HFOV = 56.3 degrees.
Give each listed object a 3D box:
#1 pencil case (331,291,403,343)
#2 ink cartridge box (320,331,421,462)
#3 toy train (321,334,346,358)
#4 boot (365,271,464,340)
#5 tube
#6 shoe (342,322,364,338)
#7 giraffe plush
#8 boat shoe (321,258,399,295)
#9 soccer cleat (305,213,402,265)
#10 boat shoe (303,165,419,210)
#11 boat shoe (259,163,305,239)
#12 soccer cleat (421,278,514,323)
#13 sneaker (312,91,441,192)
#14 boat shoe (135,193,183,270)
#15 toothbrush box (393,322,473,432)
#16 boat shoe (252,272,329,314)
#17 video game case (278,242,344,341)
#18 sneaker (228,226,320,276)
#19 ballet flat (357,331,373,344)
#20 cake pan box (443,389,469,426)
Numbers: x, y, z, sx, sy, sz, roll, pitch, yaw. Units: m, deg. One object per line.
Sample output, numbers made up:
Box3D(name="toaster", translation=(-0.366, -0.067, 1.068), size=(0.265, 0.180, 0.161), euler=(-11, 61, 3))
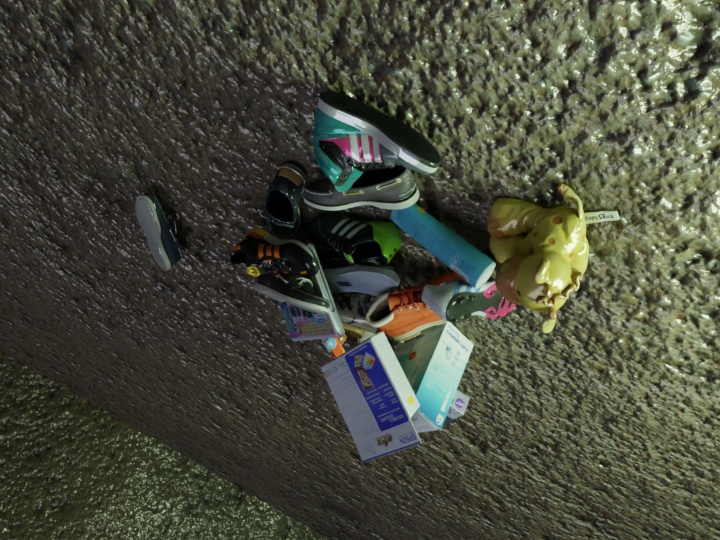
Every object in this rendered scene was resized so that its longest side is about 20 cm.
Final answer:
Box3D(name="pencil case", translation=(0.008, 0.070, 1.327), size=(0.198, 0.091, 0.078), euler=(18, 174, 17))
Box3D(name="ink cartridge box", translation=(0.024, 0.236, 1.242), size=(0.197, 0.047, 0.202), euler=(-36, 79, 50))
Box3D(name="toy train", translation=(-0.033, 0.175, 1.425), size=(0.151, 0.055, 0.200), euler=(57, 174, 3))
Box3D(name="boot", translation=(0.102, 0.056, 1.176), size=(0.199, 0.076, 0.107), euler=(-35, 142, 27))
Box3D(name="tube", translation=(0.124, -0.050, 1.083), size=(0.199, 0.050, 0.078), euler=(40, 146, 21))
Box3D(name="shoe", translation=(-0.072, 0.091, 1.411), size=(0.198, 0.054, 0.070), euler=(16, 164, 31))
Box3D(name="giraffe plush", translation=(0.259, -0.005, 0.963), size=(0.172, 0.163, 0.199), euler=(43, 144, -21))
Box3D(name="boat shoe", translation=(0.001, 0.002, 1.248), size=(0.198, 0.069, 0.074), euler=(-6, 137, 50))
Box3D(name="soccer cleat", translation=(-0.023, -0.052, 1.180), size=(0.198, 0.082, 0.068), euler=(5, 140, 32))
Box3D(name="boat shoe", translation=(-0.006, -0.139, 1.069), size=(0.199, 0.072, 0.061), euler=(2, 135, 24))
Box3D(name="boat shoe", translation=(-0.143, -0.111, 1.209), size=(0.074, 0.063, 0.200), euler=(27, 149, 0))
Box3D(name="soccer cleat", translation=(0.183, 0.039, 1.111), size=(0.086, 0.198, 0.071), euler=(32, 113, 40))
Box3D(name="sneaker", translation=(0.010, -0.162, 0.982), size=(0.199, 0.084, 0.122), euler=(31, 126, 10))
Box3D(name="boat shoe", translation=(-0.422, -0.088, 1.438), size=(0.074, 0.062, 0.202), euler=(26, 141, 32))
Box3D(name="toothbrush box", translation=(0.118, 0.211, 1.321), size=(0.085, 0.201, 0.146), euler=(43, 145, -18))
Box3D(name="boat shoe", translation=(-0.124, 0.033, 1.254), size=(0.199, 0.061, 0.074), euler=(15, 167, 48))
Box3D(name="video game case", translation=(-0.116, 0.048, 1.329), size=(0.199, 0.024, 0.184), euler=(-13, 98, 57))
Box3D(name="sneaker", translation=(-0.160, -0.014, 1.229), size=(0.199, 0.090, 0.070), euler=(21, 144, 40))
Box3D(name="ballet flat", translation=(0.025, 0.155, 1.436), size=(0.067, 0.064, 0.201), euler=(11, 143, 28))
Box3D(name="cake pan box", translation=(0.128, 0.285, 1.549), size=(0.199, 0.053, 0.184), euler=(35, 148, -9))
